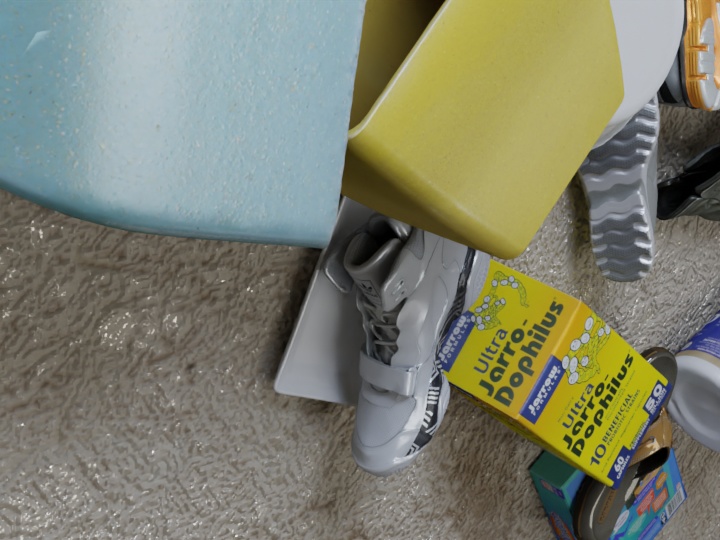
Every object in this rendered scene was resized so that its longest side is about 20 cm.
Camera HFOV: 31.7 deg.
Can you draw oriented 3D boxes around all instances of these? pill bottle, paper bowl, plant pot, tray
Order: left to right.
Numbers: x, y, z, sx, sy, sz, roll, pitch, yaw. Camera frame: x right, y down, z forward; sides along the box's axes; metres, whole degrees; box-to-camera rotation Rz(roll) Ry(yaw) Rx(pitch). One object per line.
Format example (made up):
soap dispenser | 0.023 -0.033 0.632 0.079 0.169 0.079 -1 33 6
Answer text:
plant pot | -0.133 -0.129 0.635 0.198 0.195 0.199 -4 112 -35
tray | 0.000 0.000 0.941 0.107 0.022 0.203 15 97 -48
plant pot | 0.045 -0.122 0.778 0.176 0.199 0.201 42 78 -36
paper bowl | 0.162 -0.186 0.945 0.198 0.104 0.204 -17 119 -32
pill bottle | 0.417 0.086 1.325 0.199 0.119 0.121 -38 132 -26

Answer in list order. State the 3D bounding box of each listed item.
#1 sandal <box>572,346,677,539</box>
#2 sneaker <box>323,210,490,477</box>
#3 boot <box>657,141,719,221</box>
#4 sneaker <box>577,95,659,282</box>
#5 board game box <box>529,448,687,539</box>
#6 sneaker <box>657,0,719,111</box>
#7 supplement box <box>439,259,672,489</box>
sandal | 0.259 0.172 1.191 0.081 0.054 0.203 20 94 -46
sneaker | 0.017 0.044 0.912 0.114 0.075 0.203 23 87 -47
boot | 0.370 -0.104 1.168 0.130 0.068 0.200 -2 148 -47
sneaker | 0.222 -0.096 1.101 0.082 0.073 0.203 -58 147 -63
board game box | 0.255 0.215 1.279 0.152 0.045 0.201 -44 133 -21
sneaker | 0.268 -0.235 1.065 0.077 0.077 0.204 2 89 -41
supplement box | 0.165 0.091 1.084 0.199 0.109 0.110 36 83 -47
